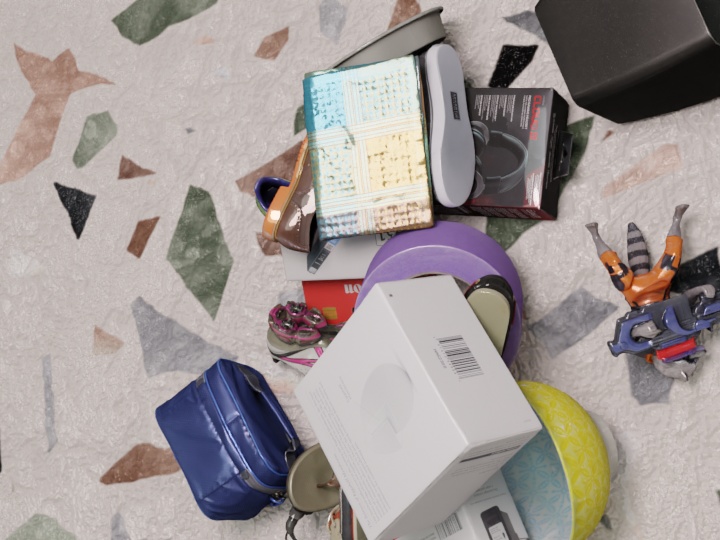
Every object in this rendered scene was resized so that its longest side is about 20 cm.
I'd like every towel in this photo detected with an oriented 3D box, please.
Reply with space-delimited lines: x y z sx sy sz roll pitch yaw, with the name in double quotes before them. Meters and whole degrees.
"towel" 0.009 -0.143 1.363 0.144 0.022 0.203 -6 89 11

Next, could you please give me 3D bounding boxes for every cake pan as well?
"cake pan" 0.026 -0.267 1.461 0.199 0.200 0.037 -29 94 18

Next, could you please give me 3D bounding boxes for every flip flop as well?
"flip flop" 0.005 0.241 1.407 0.197 0.058 0.082 -11 85 -8

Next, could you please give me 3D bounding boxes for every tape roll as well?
"tape roll" 0.094 0.050 1.372 0.197 0.085 0.203 3 112 9

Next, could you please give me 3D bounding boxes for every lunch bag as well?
"lunch bag" -0.153 0.220 1.485 0.132 0.136 0.201 -39 67 15

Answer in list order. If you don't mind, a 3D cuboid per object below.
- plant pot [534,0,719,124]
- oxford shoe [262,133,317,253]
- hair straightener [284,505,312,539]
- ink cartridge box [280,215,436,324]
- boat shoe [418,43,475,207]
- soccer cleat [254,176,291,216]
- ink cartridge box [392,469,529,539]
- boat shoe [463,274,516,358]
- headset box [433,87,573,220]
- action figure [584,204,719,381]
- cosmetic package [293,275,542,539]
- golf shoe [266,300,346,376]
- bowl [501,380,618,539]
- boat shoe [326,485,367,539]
"plant pot" 0.319 -0.279 1.323 0.176 0.199 0.202 -30 70 29
"oxford shoe" -0.045 -0.115 1.418 0.072 0.071 0.202 25 87 15
"hair straightener" -0.044 0.261 1.463 0.040 0.077 0.202 22 74 10
"ink cartridge box" 0.000 0.000 1.460 0.197 0.045 0.179 -3 106 25
"boat shoe" 0.089 -0.171 1.395 0.066 0.069 0.203 -14 78 43
"soccer cleat" -0.059 -0.068 1.515 0.198 0.084 0.065 25 77 27
"ink cartridge box" 0.123 0.335 1.336 0.145 0.083 0.202 -41 64 45
"boat shoe" 0.126 0.100 1.305 0.073 0.063 0.204 20 116 8
"headset box" 0.166 -0.145 1.429 0.197 0.077 0.151 5 84 28
"action figure" 0.360 0.028 1.319 0.197 0.105 0.197 -10 83 -4
"cosmetic package" 0.055 0.148 1.238 0.200 0.122 0.201 -51 58 38
"golf shoe" -0.028 0.110 1.492 0.198 0.073 0.093 20 131 16
"bowl" 0.226 0.213 1.310 0.106 0.201 0.202 -14 70 -22
"boat shoe" -0.012 0.319 1.390 0.062 0.202 0.071 14 43 23
